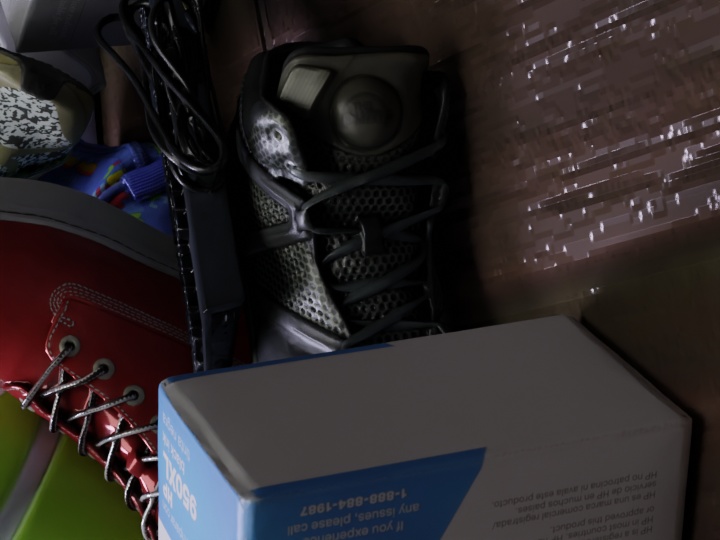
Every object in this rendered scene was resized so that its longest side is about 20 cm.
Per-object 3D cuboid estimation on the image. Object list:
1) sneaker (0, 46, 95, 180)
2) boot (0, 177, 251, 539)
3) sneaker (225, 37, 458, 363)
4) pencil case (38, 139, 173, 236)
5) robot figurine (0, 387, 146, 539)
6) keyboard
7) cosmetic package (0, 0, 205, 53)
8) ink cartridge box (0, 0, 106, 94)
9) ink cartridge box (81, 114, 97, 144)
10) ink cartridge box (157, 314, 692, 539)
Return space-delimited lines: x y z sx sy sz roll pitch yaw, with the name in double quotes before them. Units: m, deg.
"sneaker" -0.172 -0.025 1.099 0.200 0.077 0.089 -37 39 51
"boot" -0.095 0.051 0.957 0.072 0.199 0.145 -48 36 38
"sneaker" 0.000 0.000 0.898 0.114 0.076 0.200 103 155 -53
"pencil case" -0.115 -0.021 1.152 0.200 0.078 0.087 15 128 64
"robot figurine" -0.107 0.112 1.033 0.116 0.200 0.176 -47 17 51
"keyboard" -0.076 -0.057 0.954 0.104 0.039 0.201 102 160 -54
"cosmetic package" -0.121 -0.199 1.096 0.107 0.090 0.201 117 141 -49
"ink cartridge box" -0.201 -0.164 1.168 0.085 0.148 0.200 -32 47 20
"ink cartridge box" -0.181 -0.074 1.340 0.200 0.042 0.120 22 119 61
"ink cartridge box" 0.015 0.128 0.822 0.084 0.144 0.201 -135 43 -56
